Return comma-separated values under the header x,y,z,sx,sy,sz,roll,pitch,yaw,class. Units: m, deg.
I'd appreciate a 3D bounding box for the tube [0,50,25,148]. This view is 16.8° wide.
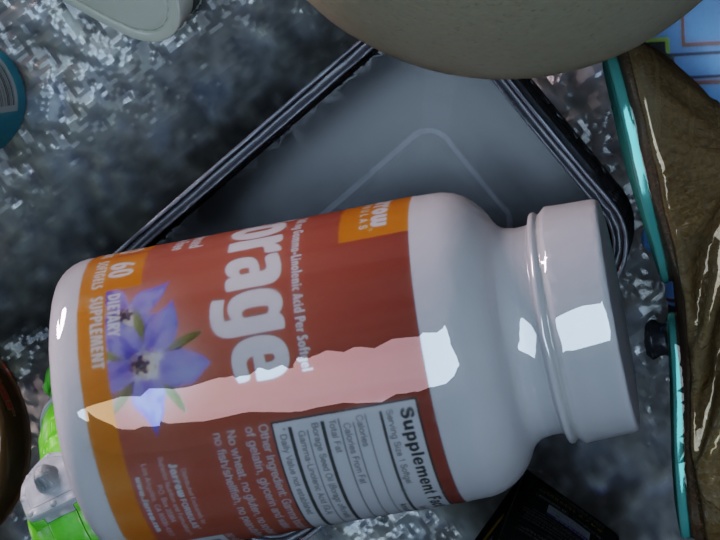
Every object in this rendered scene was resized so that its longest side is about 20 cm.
x,y,z,sx,sy,sz,roll,pitch,yaw,class
-0.181,-0.065,0.945,0.077,0.200,0.051,37,99,4,tube

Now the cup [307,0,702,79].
x,y,z,sx,sy,sz,roll,pitch,yaw,class
0.034,-0.162,0.746,0.199,0.143,0.202,0,92,12,cup

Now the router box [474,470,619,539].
x,y,z,sx,sy,sz,roll,pitch,yaw,class
0.025,0.185,0.964,0.052,0.157,0.201,35,100,3,router box

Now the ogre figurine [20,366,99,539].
x,y,z,sx,sy,sz,roll,pitch,yaw,class
-0.087,0.137,0.993,0.097,0.120,0.201,-4,96,8,ogre figurine

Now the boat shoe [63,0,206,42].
x,y,z,sx,sy,sz,roll,pitch,yaw,class
-0.140,-0.170,1.010,0.199,0.073,0.062,34,56,10,boat shoe

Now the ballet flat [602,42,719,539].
x,y,z,sx,sy,sz,roll,pitch,yaw,class
0.140,0.005,0.907,0.072,0.068,0.201,-10,97,6,ballet flat

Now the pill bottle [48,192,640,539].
x,y,z,sx,sy,sz,roll,pitch,yaw,class
-0.004,0.034,0.882,0.199,0.112,0.113,-11,94,8,pill bottle

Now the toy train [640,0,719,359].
x,y,z,sx,sy,sz,roll,pitch,yaw,class
0.166,-0.032,0.963,0.113,0.087,0.201,-2,98,17,toy train

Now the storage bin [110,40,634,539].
x,y,z,sx,sy,sz,roll,pitch,yaw,class
0.000,0.000,0.981,0.200,0.094,0.135,-40,89,9,storage bin

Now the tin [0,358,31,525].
x,y,z,sx,sy,sz,roll,pitch,yaw,class
-0.235,0.100,1.053,0.199,0.042,0.112,-35,95,10,tin
